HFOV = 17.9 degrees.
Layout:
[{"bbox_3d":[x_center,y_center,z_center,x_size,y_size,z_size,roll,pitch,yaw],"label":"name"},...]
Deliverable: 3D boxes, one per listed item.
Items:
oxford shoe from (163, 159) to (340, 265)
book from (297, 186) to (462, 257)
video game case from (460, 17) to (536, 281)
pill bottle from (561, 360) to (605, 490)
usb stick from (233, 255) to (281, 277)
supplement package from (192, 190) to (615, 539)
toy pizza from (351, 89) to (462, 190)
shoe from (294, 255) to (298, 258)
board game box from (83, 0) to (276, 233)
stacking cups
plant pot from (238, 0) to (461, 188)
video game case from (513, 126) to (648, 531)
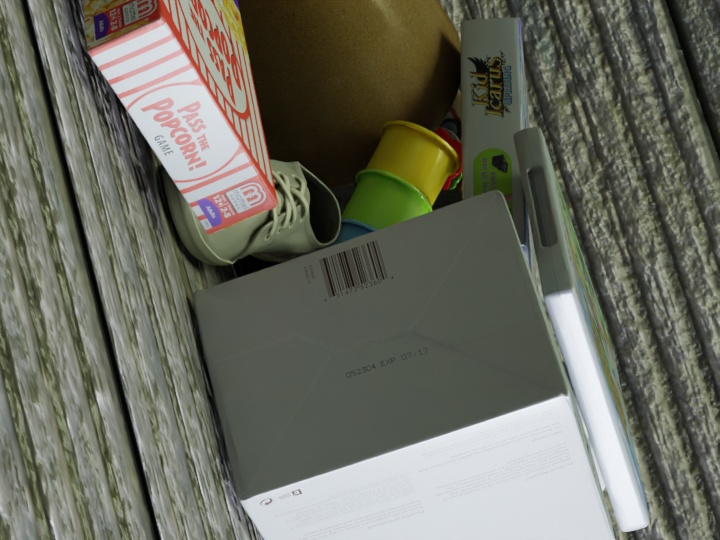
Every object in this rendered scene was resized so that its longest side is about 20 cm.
[{"bbox_3d":[-0.065,-0.041,1.413,0.200,0.058,0.075,9,68,-69],"label":"oxford shoe"},{"bbox_3d":[0.020,0.042,1.619,0.048,0.133,0.201,-12,-100,52],"label":"book"},{"bbox_3d":[0.098,-0.047,1.610,0.200,0.045,0.182,77,13,-60],"label":"video game case"},{"bbox_3d":[0.076,0.092,1.556,0.200,0.113,0.113,27,28,-25],"label":"pill bottle"},{"bbox_3d":[-0.091,-0.077,1.510,0.055,0.033,0.200,-76,148,-79],"label":"usb stick"},{"bbox_3d":[0.030,0.088,1.344,0.200,0.191,0.147,66,7,-57],"label":"supplement package"},{"bbox_3d":[0.018,-0.078,1.877,0.032,0.200,0.201,20,48,-52],"label":"toy pizza"},{"bbox_3d":[0.003,-0.018,1.680,0.200,0.053,0.070,24,42,-32],"label":"shoe"},{"bbox_3d":[-0.110,-0.142,1.306,0.200,0.046,0.152,-103,167,-45],"label":"board game box"},{"bbox_3d":[0.000,0.000,1.501,0.200,0.060,0.061,-64,156,-20],"label":"stacking cups"},{"bbox_3d":[-0.044,-0.186,1.551,0.200,0.186,0.187,63,10,-52],"label":"plant pot"},{"bbox_3d":[0.142,0.036,1.466,0.182,0.022,0.200,-94,166,-54],"label":"video game case"}]
